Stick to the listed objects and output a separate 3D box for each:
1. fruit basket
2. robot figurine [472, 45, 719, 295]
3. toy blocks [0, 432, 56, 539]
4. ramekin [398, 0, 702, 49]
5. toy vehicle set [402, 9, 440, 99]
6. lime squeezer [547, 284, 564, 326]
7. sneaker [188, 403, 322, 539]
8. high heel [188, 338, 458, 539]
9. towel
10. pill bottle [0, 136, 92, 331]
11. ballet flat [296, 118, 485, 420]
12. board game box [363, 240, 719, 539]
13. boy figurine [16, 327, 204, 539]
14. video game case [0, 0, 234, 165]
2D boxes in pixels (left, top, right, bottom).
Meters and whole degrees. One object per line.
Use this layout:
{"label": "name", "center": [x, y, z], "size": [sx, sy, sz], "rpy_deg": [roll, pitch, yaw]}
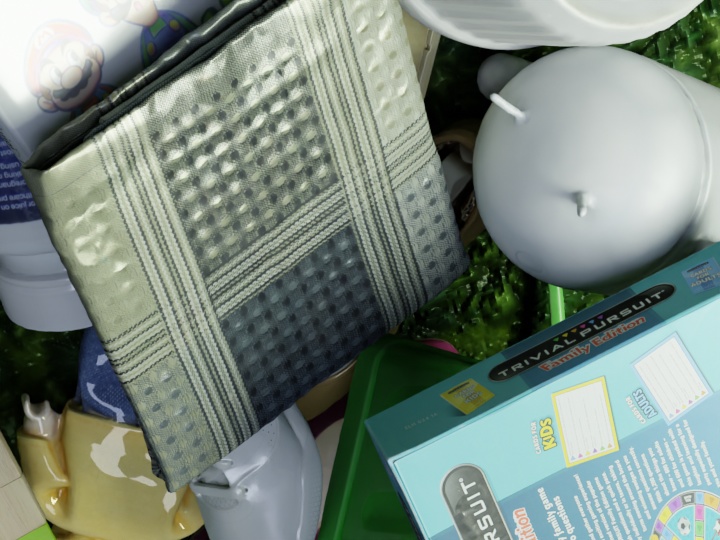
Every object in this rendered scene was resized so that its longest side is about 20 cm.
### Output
{"label": "fruit basket", "center": [0.072, 0.130, 1.057], "size": [0.215, 0.215, 0.156], "rpy_deg": [17, 77, -19]}
{"label": "robot figurine", "center": [0.126, -0.044, 0.989], "size": [0.113, 0.170, 0.200], "rpy_deg": [-56, 153, 15]}
{"label": "toy blocks", "center": [-0.246, 0.086, 0.989], "size": [0.136, 0.100, 0.201], "rpy_deg": [-28, 92, -9]}
{"label": "ramekin", "center": [0.095, -0.189, 0.904], "size": [0.202, 0.094, 0.203], "rpy_deg": [-14, 113, -35]}
{"label": "toy vehicle set", "center": [-0.040, -0.139, 0.926], "size": [0.199, 0.026, 0.125], "rpy_deg": [7, 102, -41]}
{"label": "lime squeezer", "center": [0.085, 0.074, 1.125], "size": [0.070, 0.038, 0.201], "rpy_deg": [31, 112, 9]}
{"label": "sneaker", "center": [-0.073, 0.064, 0.975], "size": [0.075, 0.088, 0.201], "rpy_deg": [3, 108, 32]}
{"label": "high heel", "center": [-0.018, 0.121, 1.087], "size": [0.200, 0.096, 0.067], "rpy_deg": [-38, 118, 10]}
{"label": "towel", "center": [-0.044, -0.026, 0.903], "size": [0.192, 0.034, 0.201], "rpy_deg": [-36, 134, -22]}
{"label": "pill bottle", "center": [-0.151, -0.078, 0.949], "size": [0.110, 0.111, 0.201], "rpy_deg": [-14, 119, -3]}
{"label": "ballet flat", "center": [0.000, 0.000, 1.043], "size": [0.069, 0.063, 0.200], "rpy_deg": [42, 102, 10]}
{"label": "board game box", "center": [0.122, 0.091, 0.919], "size": [0.199, 0.047, 0.151], "rpy_deg": [-26, 113, -4]}
{"label": "boy figurine", "center": [-0.118, 0.097, 1.075], "size": [0.124, 0.064, 0.201], "rpy_deg": [6, 117, -14]}
{"label": "video game case", "center": [-0.084, -0.133, 0.856], "size": [0.200, 0.024, 0.182], "rpy_deg": [-45, 129, -17]}
